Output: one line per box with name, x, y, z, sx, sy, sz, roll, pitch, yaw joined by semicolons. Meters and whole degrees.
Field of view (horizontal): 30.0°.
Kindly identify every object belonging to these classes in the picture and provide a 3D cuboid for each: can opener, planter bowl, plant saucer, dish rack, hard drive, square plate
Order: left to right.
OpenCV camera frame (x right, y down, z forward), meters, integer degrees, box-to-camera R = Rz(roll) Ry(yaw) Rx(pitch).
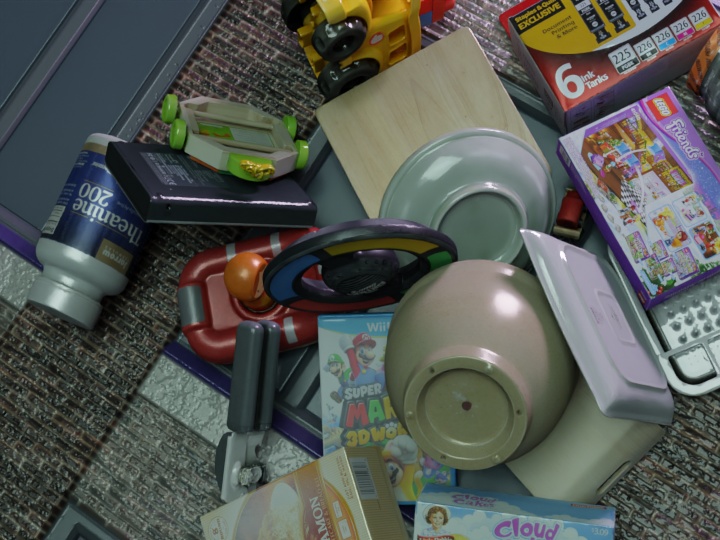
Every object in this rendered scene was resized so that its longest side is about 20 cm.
hard drive;-0.161;-0.093;1.452;0.140;0.198;0.033;48;128;47
can opener;-0.125;0.150;1.419;0.066;0.052;0.203;16;101;37
plant saucer;0.118;-0.047;1.406;0.198;0.202;0.050;-28;31;1
planter bowl;0.109;0.109;1.298;0.197;0.135;0.203;5;114;12
square plate;0.244;0.054;1.332;0.028;0.197;0.202;-31;67;23
dish rack;0.369;0.020;1.415;0.170;0.044;0.202;-24;72;4

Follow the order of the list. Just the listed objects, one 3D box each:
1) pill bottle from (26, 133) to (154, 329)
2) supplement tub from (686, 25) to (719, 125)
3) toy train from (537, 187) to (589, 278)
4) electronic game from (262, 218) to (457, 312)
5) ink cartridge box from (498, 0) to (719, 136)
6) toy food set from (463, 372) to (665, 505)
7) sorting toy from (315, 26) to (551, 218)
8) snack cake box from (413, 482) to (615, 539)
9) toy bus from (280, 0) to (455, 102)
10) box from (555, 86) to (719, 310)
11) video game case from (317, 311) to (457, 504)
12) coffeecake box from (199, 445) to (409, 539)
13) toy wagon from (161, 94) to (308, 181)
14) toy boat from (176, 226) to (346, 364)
pill bottle;-0.297;-0.042;1.513;0.110;0.111;0.202;20;79;15
supplement tub;0.451;-0.179;1.415;0.199;0.123;0.123;38;83;17
toy train;0.227;-0.059;1.441;0.034;0.046;0.202;16;65;13
electronic game;0.000;0.000;1.339;0.197;0.200;0.042;-12;69;6
ink cartridge box;0.271;-0.278;1.495;0.198;0.084;0.177;-29;71;1
toy food set;0.200;0.146;1.408;0.144;0.060;0.200;-45;70;8
sorting toy;0.082;-0.132;1.494;0.197;0.070;0.202;-28;72;1
snack cake box;0.152;0.288;1.345;0.197;0.067;0.117;5;99;12
toy bus;0.015;-0.300;1.493;0.190;0.200;0.137;-24;68;-5
box;0.310;-0.077;1.403;0.135;0.039;0.202;-24;71;-6
video game case;0.028;0.146;1.417;0.141;0.018;0.203;-2;94;10
coffeecake box;-0.052;0.286;1.359;0.199;0.073;0.155;-29;69;28
toy wagon;-0.136;-0.140;1.481;0.153;0.201;0.040;8;117;-20
toy boat;-0.110;0.018;1.453;0.197;0.131;0.132;-14;73;6
